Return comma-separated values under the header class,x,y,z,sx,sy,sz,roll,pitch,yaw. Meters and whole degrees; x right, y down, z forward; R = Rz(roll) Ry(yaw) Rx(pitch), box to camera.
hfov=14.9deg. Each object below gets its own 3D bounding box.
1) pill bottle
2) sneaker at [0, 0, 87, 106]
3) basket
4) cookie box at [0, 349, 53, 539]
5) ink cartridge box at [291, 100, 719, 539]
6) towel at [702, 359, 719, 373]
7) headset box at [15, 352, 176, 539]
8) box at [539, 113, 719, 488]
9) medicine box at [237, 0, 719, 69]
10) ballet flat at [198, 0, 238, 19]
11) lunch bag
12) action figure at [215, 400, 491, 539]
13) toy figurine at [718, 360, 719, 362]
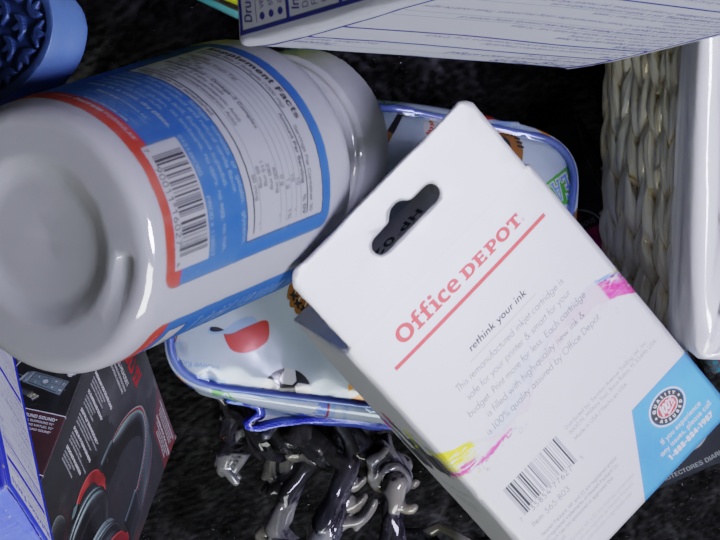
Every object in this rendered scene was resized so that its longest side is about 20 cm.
class,x,y,z,sx,sy,sz,roll,pitch,yaw
pill bottle,-0.073,-0.035,1.151,0.112,0.112,0.200,-47,167,32
sneaker,-0.170,-0.077,1.196,0.078,0.071,0.199,8,162,-42
basket,0.187,-0.072,1.261,0.135,0.123,0.201,-4,104,-21
cookie box,-0.242,0.068,1.264,0.170,0.201,0.075,-21,142,5
ink cartridge box,0.056,0.027,1.213,0.115,0.068,0.200,-45,114,-9
towel,0.214,-0.042,1.428,0.146,0.022,0.200,-37,143,-6
headset box,-0.160,0.103,1.364,0.075,0.201,0.149,9,146,15
box,0.104,0.033,1.437,0.122,0.106,0.200,-25,141,7
medicine box,0.078,-0.145,1.050,0.181,0.104,0.199,1,174,-41
ballet flat,-0.084,-0.151,1.182,0.199,0.067,0.067,13,112,-37
lunch bag,0.000,0.000,1.294,0.199,0.161,0.076,8,179,-4
action figure,-0.014,0.119,1.430,0.200,0.119,0.102,36,97,-4
toy figurine,0.268,0.026,1.405,0.183,0.151,0.200,5,149,-36
